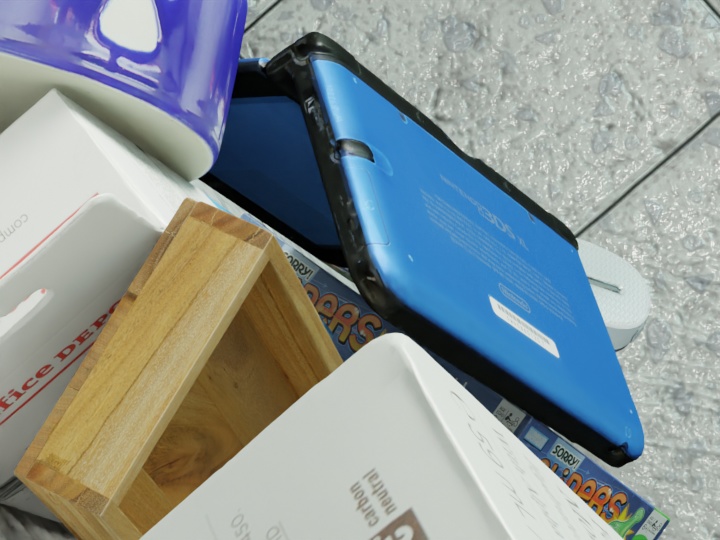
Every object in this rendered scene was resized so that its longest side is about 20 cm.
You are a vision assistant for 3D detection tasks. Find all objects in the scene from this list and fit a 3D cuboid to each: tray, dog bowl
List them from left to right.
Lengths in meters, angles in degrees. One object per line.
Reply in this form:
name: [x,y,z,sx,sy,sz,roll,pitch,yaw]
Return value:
dog bowl: [-0.139,-0.090,0.798,0.200,0.079,0.200,8,-11,2]
tray: [-0.042,0.066,0.763,0.037,0.099,0.200,23,-19,24]

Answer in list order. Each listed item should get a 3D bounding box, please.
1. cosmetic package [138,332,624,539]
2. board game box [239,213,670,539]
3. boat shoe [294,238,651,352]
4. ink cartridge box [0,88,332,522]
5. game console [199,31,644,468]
cosmetic package: [0.030,0.158,0.533,0.200,0.165,0.165,43,9,-38]
board game box: [0.033,0.055,1.050,0.200,0.034,0.135,35,-1,40]
boat shoe: [0.038,0.002,1.102,0.200,0.062,0.072,23,43,-8]
ink cartridge box: [-0.100,0.015,0.771,0.068,0.116,0.200,50,5,22]
game console: [0.000,0.000,0.918,0.200,0.118,0.171,33,33,-48]
